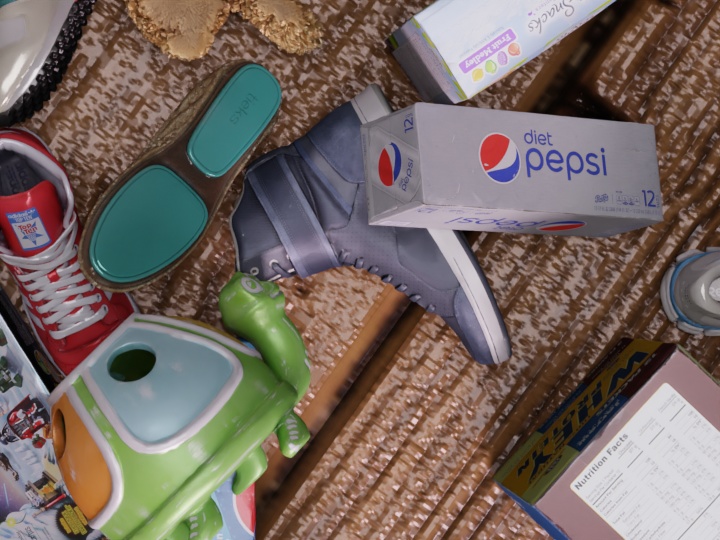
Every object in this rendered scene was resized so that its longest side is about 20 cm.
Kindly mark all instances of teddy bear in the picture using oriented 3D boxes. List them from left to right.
[{"bbox_3d":[-0.068,-0.214,1.709,0.145,0.067,0.200,38,80,-8],"label":"teddy bear"}]

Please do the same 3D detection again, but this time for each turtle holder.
[{"bbox_3d":[-0.107,0.084,1.598,0.186,0.141,0.132,-45,91,-1],"label":"turtle holder"}]

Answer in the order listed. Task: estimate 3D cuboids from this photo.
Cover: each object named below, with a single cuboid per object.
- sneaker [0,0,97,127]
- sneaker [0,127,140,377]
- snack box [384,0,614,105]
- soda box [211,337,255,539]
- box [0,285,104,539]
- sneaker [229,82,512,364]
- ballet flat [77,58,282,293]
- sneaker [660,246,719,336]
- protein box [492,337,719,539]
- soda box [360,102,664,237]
[{"bbox_3d":[-0.220,-0.191,1.686,0.093,0.070,0.200,22,76,2],"label":"sneaker"},{"bbox_3d":[-0.195,0.000,1.669,0.071,0.112,0.200,-27,92,-3],"label":"sneaker"},{"bbox_3d":[0.107,-0.174,1.646,0.169,0.200,0.068,-35,92,-2],"label":"snack box"},{"bbox_3d":[-0.102,0.144,1.700,0.068,0.064,0.200,0,91,-4],"label":"soda box"},{"bbox_3d":[-0.254,0.110,1.689,0.137,0.040,0.200,-32,92,10],"label":"box"},{"bbox_3d":[0.000,-0.001,1.703,0.146,0.077,0.202,-31,97,2],"label":"sneaker"},{"bbox_3d":[-0.122,-0.055,1.672,0.071,0.065,0.200,49,59,-14],"label":"ballet flat"},{"bbox_3d":[0.304,0.007,1.716,0.200,0.087,0.075,-12,89,-5],"label":"sneaker"},{"bbox_3d":[0.211,0.160,1.652,0.200,0.199,0.135,44,87,-3],"label":"protein box"},{"bbox_3d":[0.099,-0.063,1.663,0.200,0.063,0.068,2,78,-35],"label":"soda box"}]
